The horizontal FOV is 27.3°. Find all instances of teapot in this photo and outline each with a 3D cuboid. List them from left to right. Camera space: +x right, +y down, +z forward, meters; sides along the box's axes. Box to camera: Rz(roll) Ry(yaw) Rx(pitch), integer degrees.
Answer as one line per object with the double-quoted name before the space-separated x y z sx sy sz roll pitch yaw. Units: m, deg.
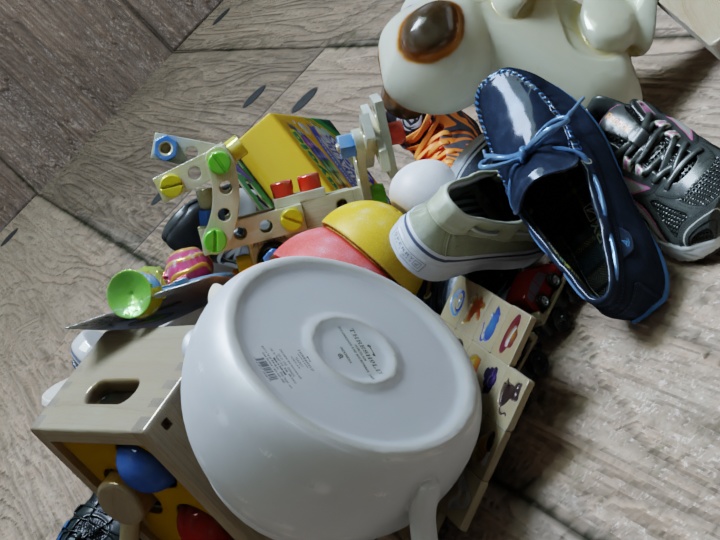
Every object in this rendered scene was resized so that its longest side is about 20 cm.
"teapot" -0.028 0.101 0.917 0.200 0.197 0.146 -74 9 -55

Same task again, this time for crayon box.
"crayon box" -0.037 -0.071 1.283 0.052 0.126 0.200 -39 -7 16

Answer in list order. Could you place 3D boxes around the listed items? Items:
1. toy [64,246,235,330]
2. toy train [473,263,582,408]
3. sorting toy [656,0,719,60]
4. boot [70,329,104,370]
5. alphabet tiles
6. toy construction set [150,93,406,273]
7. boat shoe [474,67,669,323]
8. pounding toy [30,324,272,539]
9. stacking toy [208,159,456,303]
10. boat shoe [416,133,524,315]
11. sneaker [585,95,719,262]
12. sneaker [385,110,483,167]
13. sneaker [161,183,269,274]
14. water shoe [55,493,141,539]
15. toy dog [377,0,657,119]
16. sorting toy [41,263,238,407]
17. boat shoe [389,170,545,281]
"toy" -0.150 0.011 1.178 0.115 0.047 0.200 -20 -2 11
"toy train" 0.123 0.020 1.012 0.034 0.046 0.200 -20 31 50
"sorting toy" 0.324 -0.229 1.077 0.199 0.070 0.200 -40 19 12
"boot" -0.189 0.125 1.237 0.090 0.200 0.073 -47 48 4
"alphabet tiles" 0.055 0.092 0.977 0.167 0.006 0.200 -66 19 4
"toy construction set" -0.055 -0.064 1.145 0.199 0.132 0.092 -13 7 9
"boat shoe" 0.132 -0.059 0.959 0.084 0.069 0.200 -49 58 25
"pounding toy" -0.143 0.156 1.109 0.200 0.184 0.142 -6 41 48
"stacking toy" 0.000 0.000 1.087 0.200 0.146 0.146 -48 20 -8
"boat shoe" 0.101 -0.030 1.136 0.091 0.071 0.201 -11 45 56
"sneaker" 0.195 -0.069 0.989 0.080 0.086 0.200 -48 20 -3
"sneaker" 0.059 -0.091 1.262 0.078 0.112 0.200 -37 23 22
"sneaker" -0.081 -0.023 1.319 0.074 0.200 0.089 -53 55 34
"water shoe" -0.228 0.242 1.185 0.071 0.079 0.200 17 69 24
"toy dog" 0.111 -0.158 1.153 0.140 0.199 0.194 121 155 -67
"sorting toy" -0.199 0.074 1.364 0.200 0.107 0.180 -29 -1 39
"boat shoe" 0.100 -0.039 1.040 0.062 0.072 0.200 -41 -12 36
